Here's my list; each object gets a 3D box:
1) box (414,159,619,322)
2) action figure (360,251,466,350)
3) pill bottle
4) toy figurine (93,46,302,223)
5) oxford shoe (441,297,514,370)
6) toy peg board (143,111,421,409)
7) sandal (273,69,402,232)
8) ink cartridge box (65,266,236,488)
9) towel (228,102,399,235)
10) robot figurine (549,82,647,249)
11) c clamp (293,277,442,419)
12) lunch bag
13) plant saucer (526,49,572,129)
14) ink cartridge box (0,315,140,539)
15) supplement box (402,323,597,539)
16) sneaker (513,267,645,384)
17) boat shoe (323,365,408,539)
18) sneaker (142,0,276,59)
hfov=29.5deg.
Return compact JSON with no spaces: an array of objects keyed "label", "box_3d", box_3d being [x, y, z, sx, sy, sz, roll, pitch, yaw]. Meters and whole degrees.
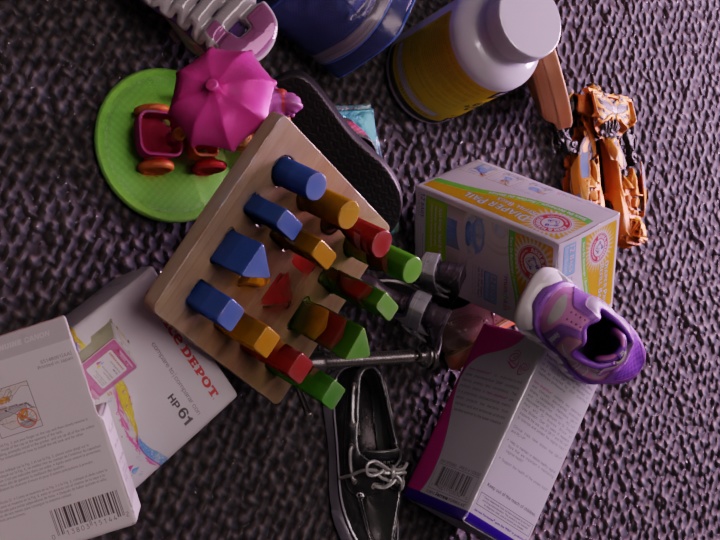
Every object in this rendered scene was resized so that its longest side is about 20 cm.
[{"label":"box","box_3d":[0.160,-0.026,1.420,0.101,0.199,0.114,-24,126,-38]},{"label":"action figure","box_3d":[0.000,0.000,1.344,0.198,0.070,0.131,24,68,5]},{"label":"pill bottle","box_3d":[0.121,-0.234,1.452,0.111,0.199,0.114,7,77,-29]},{"label":"toy figurine","box_3d":[-0.121,-0.135,1.248,0.197,0.183,0.153,0,80,-30]},{"label":"oxford shoe","box_3d":[0.155,0.028,1.504,0.199,0.071,0.073,-36,97,-36]},{"label":"toy peg board","box_3d":[-0.050,0.006,1.192,0.201,0.097,0.199,-57,139,-10]},{"label":"sandal","box_3d":[-0.020,-0.122,1.383,0.201,0.075,0.045,54,24,-19]},{"label":"ink cartridge box","box_3d":[-0.226,0.112,1.188,0.200,0.084,0.145,-42,105,-37]},{"label":"towel","box_3d":[-0.052,-0.096,1.408,0.198,0.022,0.149,-8,84,-38]},{"label":"robot figurine","box_3d":[0.294,-0.132,1.651,0.143,0.058,0.203,5,77,-37]},{"label":"c clamp","box_3d":[0.001,0.071,1.354,0.197,0.027,0.172,-6,47,-28]},{"label":"lunch bag","box_3d":[-0.004,-0.311,1.421,0.132,0.135,0.202,35,59,-25]},{"label":"plant saucer","box_3d":[0.194,-0.255,1.549,0.032,0.200,0.203,-18,91,6]},{"label":"ink cartridge box","box_3d":[-0.293,0.142,1.071,0.197,0.045,0.179,-17,102,-1]},{"label":"supplement box","box_3d":[0.146,0.170,1.405,0.103,0.101,0.202,34,77,-36]},{"label":"sneaker","box_3d":[0.231,0.071,1.324,0.199,0.088,0.081,32,86,-47]},{"label":"boat shoe","box_3d":[0.013,0.194,1.358,0.073,0.068,0.203,2,78,-36]},{"label":"sneaker","box_3d":[-0.169,-0.260,1.319,0.200,0.089,0.081,42,74,3]}]
